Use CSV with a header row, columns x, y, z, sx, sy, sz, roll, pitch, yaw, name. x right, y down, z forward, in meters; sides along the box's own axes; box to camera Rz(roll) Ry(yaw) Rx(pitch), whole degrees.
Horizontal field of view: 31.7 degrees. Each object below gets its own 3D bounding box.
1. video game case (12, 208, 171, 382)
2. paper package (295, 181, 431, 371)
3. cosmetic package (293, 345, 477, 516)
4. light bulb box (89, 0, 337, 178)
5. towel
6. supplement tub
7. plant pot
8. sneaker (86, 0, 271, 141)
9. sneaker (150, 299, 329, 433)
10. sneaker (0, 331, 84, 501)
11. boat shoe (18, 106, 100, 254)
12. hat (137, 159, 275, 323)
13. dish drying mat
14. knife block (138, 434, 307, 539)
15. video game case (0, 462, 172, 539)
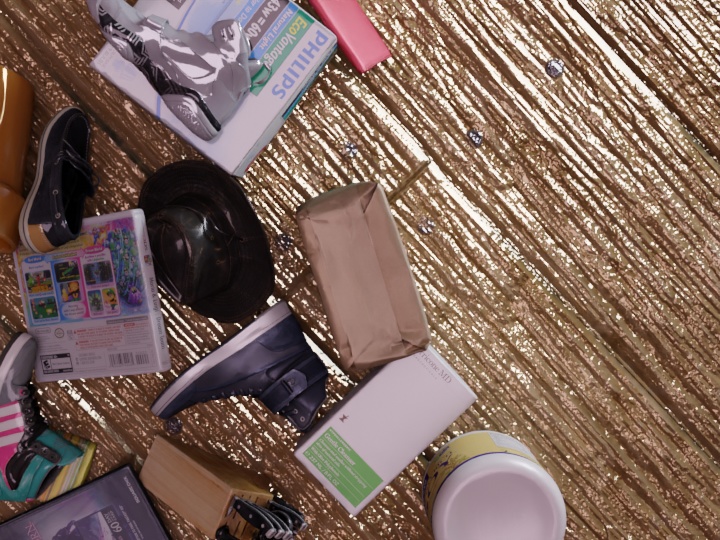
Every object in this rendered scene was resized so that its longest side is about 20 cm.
x,y,z,sx,sy,sz,roll,pitch,yaw,name
-0.311,0.032,1.447,0.200,0.024,0.182,-7,94,33,video game case
0.000,0.000,1.417,0.103,0.200,0.191,-17,94,0,paper package
0.029,0.176,1.488,0.108,0.085,0.200,45,92,-1,cosmetic package
-0.161,-0.240,1.435,0.200,0.125,0.198,37,92,-3,light bulb box
-0.421,0.211,1.511,0.200,0.018,0.086,22,87,-2,towel
0.146,0.262,1.438,0.145,0.200,0.145,0,93,-2,supplement tub
-0.453,-0.139,1.411,0.200,0.200,0.183,16,77,-3,plant pot
-0.190,-0.244,1.337,0.115,0.075,0.200,-41,99,1,sneaker
-0.132,0.150,1.484,0.202,0.077,0.146,-35,91,-1,sneaker
-0.374,0.180,1.461,0.121,0.084,0.200,17,96,3,sneaker
-0.329,-0.105,1.426,0.062,0.075,0.200,-9,50,18,boat shoe
-0.192,-0.018,1.420,0.201,0.081,0.201,14,121,24,hat
-0.039,-0.319,1.466,0.018,0.077,0.200,-31,95,37,dish drying mat
-0.160,0.265,1.441,0.200,0.176,0.064,23,92,-3,knife block
-0.329,0.331,1.504,0.200,0.019,0.143,-26,99,5,video game case
